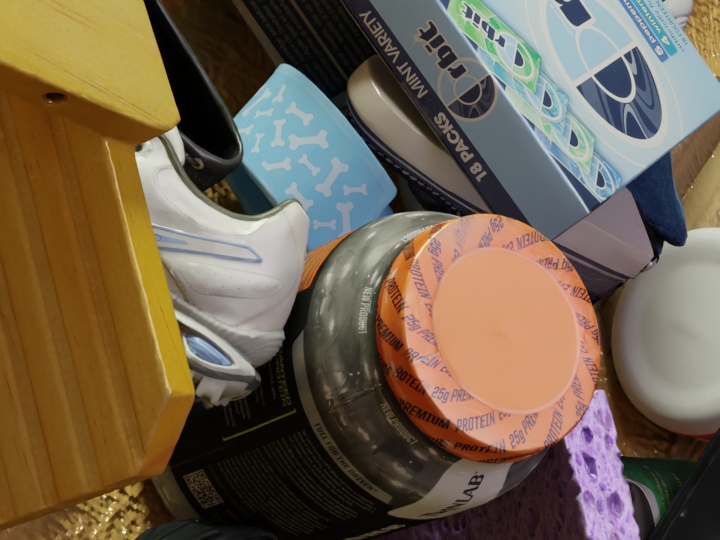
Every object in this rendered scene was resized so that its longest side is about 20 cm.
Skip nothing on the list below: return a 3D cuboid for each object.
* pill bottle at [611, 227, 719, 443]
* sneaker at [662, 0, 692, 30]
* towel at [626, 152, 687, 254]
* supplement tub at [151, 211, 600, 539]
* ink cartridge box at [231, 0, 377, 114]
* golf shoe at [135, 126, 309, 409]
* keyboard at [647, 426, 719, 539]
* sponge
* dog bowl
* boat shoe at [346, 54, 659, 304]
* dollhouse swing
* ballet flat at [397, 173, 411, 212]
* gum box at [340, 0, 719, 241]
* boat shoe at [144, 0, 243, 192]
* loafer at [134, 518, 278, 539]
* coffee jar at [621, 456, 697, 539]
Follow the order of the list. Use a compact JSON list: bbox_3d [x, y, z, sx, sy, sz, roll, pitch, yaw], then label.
[{"bbox_3d":[0.241,0.051,1.584,0.200,0.116,0.116,18,58,-49],"label":"pill bottle"},{"bbox_3d":[0.120,-0.154,1.560,0.114,0.075,0.200,53,35,-19],"label":"sneaker"},{"bbox_3d":[0.123,-0.110,1.434,0.112,0.048,0.201,36,47,-52],"label":"towel"},{"bbox_3d":[0.002,0.048,1.155,0.122,0.200,0.123,10,71,-31],"label":"supplement tub"},{"bbox_3d":[-0.013,-0.185,1.358,0.165,0.075,0.200,56,26,-12],"label":"ink cartridge box"},{"bbox_3d":[-0.114,-0.028,1.092,0.199,0.078,0.097,27,86,-5],"label":"golf shoe"},{"bbox_3d":[0.179,0.158,1.382,0.104,0.040,0.200,48,47,-7],"label":"keyboard"},{"bbox_3d":[0.061,0.126,1.229,0.030,0.200,0.112,-7,79,-27],"label":"sponge"},{"bbox_3d":[0.000,0.000,1.289,0.050,0.111,0.200,-35,108,-9],"label":"dog bowl"},{"bbox_3d":[0.046,-0.024,1.304,0.200,0.093,0.075,29,32,-37],"label":"boat shoe"},{"bbox_3d":[-0.178,-0.011,0.951,0.181,0.200,0.176,21,57,-48],"label":"dollhouse swing"},{"bbox_3d":[0.057,-0.026,1.406,0.072,0.068,0.201,-30,117,-30],"label":"ballet flat"},{"bbox_3d":[0.078,-0.112,1.292,0.170,0.045,0.200,55,32,1],"label":"gum box"},{"bbox_3d":[-0.116,-0.120,1.226,0.200,0.056,0.069,61,35,-13],"label":"boat shoe"},{"bbox_3d":[-0.092,0.163,1.095,0.068,0.070,0.201,58,35,-17],"label":"loafer"},{"bbox_3d":[0.112,0.135,1.384,0.200,0.085,0.105,18,66,-50],"label":"coffee jar"}]
